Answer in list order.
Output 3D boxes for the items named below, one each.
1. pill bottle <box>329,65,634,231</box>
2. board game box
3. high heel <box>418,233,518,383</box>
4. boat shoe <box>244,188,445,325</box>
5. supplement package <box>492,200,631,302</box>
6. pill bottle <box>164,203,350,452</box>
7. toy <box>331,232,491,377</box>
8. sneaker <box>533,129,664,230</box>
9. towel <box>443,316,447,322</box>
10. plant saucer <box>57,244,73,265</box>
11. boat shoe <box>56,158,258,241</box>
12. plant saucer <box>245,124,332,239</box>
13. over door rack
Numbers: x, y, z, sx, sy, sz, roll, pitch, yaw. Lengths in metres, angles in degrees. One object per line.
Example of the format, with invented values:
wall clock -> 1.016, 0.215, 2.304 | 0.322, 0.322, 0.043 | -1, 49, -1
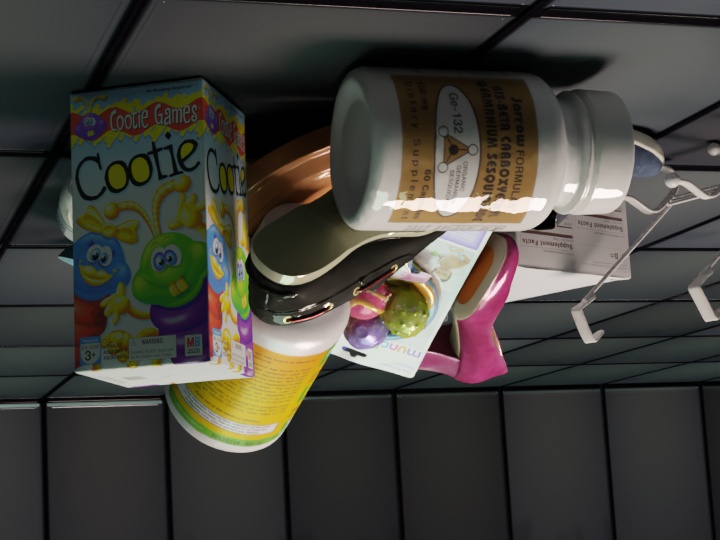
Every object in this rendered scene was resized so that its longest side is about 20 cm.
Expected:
pill bottle -> 0.087, -0.085, 1.170 | 0.199, 0.115, 0.114 | 0, 170, -18
board game box -> -0.142, -0.024, 1.189 | 0.102, 0.201, 0.105 | -6, 169, 13
high heel -> 0.114, 0.035, 1.384 | 0.095, 0.068, 0.200 | 6, 141, -19
boat shoe -> -0.001, -0.024, 1.207 | 0.201, 0.074, 0.063 | -27, 148, -33
supplement package -> 0.116, -0.035, 1.489 | 0.155, 0.112, 0.199 | 5, 167, -42
pill bottle -> -0.074, 0.044, 1.303 | 0.110, 0.111, 0.200 | 2, 138, -29
toy -> 0.020, 0.020, 1.325 | 0.114, 0.047, 0.201 | 18, 130, -7
sneaker -> 0.171, -0.073, 1.355 | 0.199, 0.085, 0.075 | 3, 169, -33
towel -> -0.034, 0.031, 1.427 | 0.199, 0.024, 0.153 | -11, 158, 13
plant saucer -> -0.182, 0.010, 1.529 | 0.199, 0.028, 0.200 | 19, 175, 2
boat shoe -> -0.148, -0.066, 1.348 | 0.199, 0.071, 0.070 | -4, 155, -16
plant saucer -> -0.023, -0.059, 1.326 | 0.199, 0.032, 0.200 | -20, 160, -8
over door rack -> 0.267, -0.039, 1.386 | 0.067, 0.200, 0.147 | 47, 146, -21
